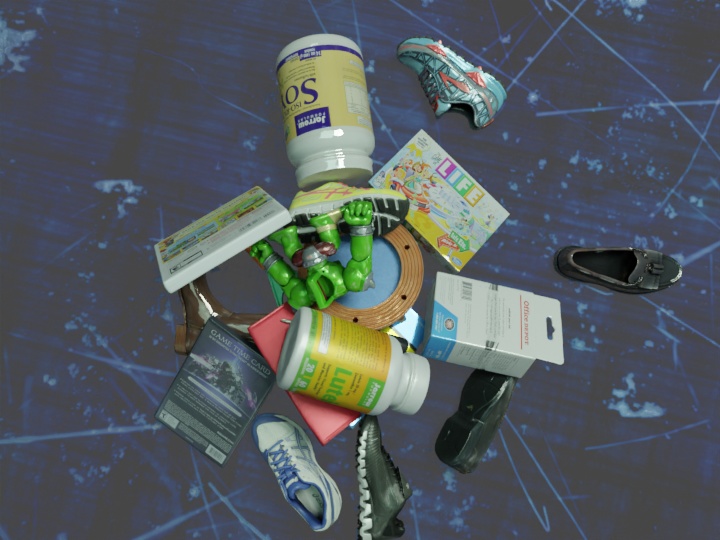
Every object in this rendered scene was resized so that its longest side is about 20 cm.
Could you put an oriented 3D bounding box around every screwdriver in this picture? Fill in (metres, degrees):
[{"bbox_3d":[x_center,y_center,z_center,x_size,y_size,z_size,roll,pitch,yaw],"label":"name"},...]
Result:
[{"bbox_3d":[-0.022,0.095,0.824,0.195,0.029,0.029,11,106,-11],"label":"screwdriver"}]

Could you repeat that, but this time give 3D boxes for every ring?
[{"bbox_3d":[0.000,0.000,0.856,0.194,0.019,0.205,-1,64,1],"label":"ring"}]

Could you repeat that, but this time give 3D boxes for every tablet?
[{"bbox_3d":[0.012,-0.016,0.881,0.127,0.014,0.203,20,67,11],"label":"tablet"}]

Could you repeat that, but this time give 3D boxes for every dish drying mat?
[{"bbox_3d":[-0.082,0.148,0.811,0.076,0.018,0.202,-32,78,-19],"label":"dish drying mat"}]

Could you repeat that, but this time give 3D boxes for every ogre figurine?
[{"bbox_3d":[-0.060,-0.013,0.787,0.195,0.098,0.123,-19,95,4],"label":"ogre figurine"}]

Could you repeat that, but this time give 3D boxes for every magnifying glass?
[{"bbox_3d":[-0.137,0.007,0.919,0.080,0.022,0.200,-44,83,-1],"label":"magnifying glass"}]

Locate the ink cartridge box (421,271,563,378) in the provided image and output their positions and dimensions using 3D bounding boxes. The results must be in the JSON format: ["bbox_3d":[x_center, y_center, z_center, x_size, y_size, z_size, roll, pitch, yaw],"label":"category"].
[{"bbox_3d":[0.198,0.086,0.840,0.194,0.069,0.118,13,54,0],"label":"ink cartridge box"}]

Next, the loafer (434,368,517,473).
[{"bbox_3d":[0.192,0.220,0.867,0.072,0.072,0.202,42,80,-33],"label":"loafer"}]

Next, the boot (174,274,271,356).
[{"bbox_3d":[-0.194,0.064,0.896,0.194,0.064,0.192,8,99,8],"label":"boot"}]

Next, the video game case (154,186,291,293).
[{"bbox_3d":[-0.214,-0.055,0.841,0.197,0.182,0.023,-33,119,-11],"label":"video game case"}]

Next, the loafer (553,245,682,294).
[{"bbox_3d":[0.406,-0.003,0.864,0.194,0.063,0.074,6,86,4],"label":"loafer"}]

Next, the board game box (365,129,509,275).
[{"bbox_3d":[0.123,-0.110,0.890,0.200,0.034,0.134,44,74,6],"label":"board game box"}]

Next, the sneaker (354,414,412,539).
[{"bbox_3d":[0.036,0.322,0.862,0.088,0.066,0.206,-1,89,1],"label":"sneaker"}]

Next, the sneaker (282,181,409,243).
[{"bbox_3d":[-0.022,-0.104,0.852,0.194,0.079,0.092,-4,46,6],"label":"sneaker"}]

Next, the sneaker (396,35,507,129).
[{"bbox_3d":[0.135,-0.300,0.899,0.197,0.079,0.097,31,90,6],"label":"sneaker"}]

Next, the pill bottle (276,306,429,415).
[{"bbox_3d":[-0.008,0.133,0.767,0.195,0.111,0.114,19,86,-14],"label":"pill bottle"}]

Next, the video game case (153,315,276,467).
[{"bbox_3d":[-0.227,0.194,0.880,0.141,0.019,0.202,34,103,3],"label":"video game case"}]

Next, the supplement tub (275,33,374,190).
[{"bbox_3d":[-0.053,-0.241,0.872,0.141,0.145,0.206,-9,84,3],"label":"supplement tub"}]

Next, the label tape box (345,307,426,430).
[{"bbox_3d":[-0.003,0.123,0.873,0.144,0.063,0.200,42,71,6],"label":"label tape box"}]

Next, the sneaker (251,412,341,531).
[{"bbox_3d":[-0.101,0.307,0.859,0.075,0.088,0.200,-43,83,1],"label":"sneaker"}]
